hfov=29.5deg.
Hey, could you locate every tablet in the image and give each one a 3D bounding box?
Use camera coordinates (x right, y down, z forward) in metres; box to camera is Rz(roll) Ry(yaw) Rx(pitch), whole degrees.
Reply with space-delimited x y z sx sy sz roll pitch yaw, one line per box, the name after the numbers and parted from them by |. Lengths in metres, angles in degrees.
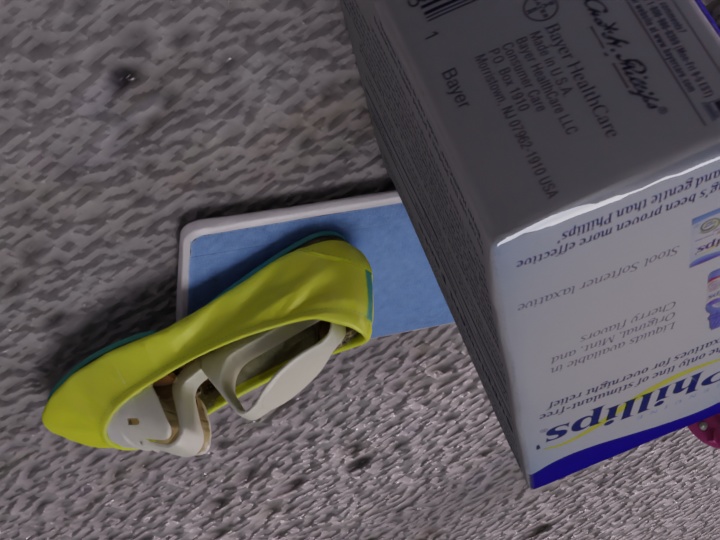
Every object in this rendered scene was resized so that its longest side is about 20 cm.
0.000 0.000 0.724 0.197 0.014 0.131 -10 146 -16 | tablet

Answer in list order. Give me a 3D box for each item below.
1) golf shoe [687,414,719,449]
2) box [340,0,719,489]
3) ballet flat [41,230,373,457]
0.315 0.055 0.942 0.198 0.076 0.091 -29 162 16 | golf shoe
0.072 -0.045 0.542 0.104 0.186 0.201 -21 148 -2 | box
-0.077 0.053 0.684 0.198 0.068 0.067 -30 147 15 | ballet flat
